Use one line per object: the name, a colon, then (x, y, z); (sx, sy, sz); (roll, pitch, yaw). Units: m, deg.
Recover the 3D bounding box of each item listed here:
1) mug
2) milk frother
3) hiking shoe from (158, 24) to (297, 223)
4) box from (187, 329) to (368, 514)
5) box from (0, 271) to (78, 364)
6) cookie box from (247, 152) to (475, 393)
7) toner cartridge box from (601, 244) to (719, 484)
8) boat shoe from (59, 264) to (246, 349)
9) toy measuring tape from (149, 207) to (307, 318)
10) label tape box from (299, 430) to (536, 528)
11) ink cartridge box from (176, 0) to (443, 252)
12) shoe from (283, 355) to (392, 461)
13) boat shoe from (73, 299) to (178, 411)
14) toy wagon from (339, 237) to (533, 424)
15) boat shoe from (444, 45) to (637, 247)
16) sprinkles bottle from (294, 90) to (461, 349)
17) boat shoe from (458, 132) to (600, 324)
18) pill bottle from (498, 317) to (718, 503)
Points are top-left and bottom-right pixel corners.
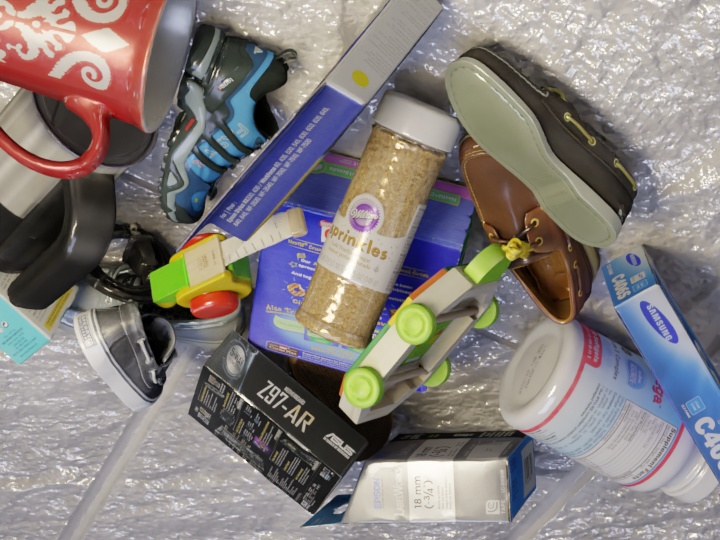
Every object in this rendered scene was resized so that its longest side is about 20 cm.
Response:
mug: (-0.245, -0.180, 1.543); (0.199, 0.178, 0.134); (16, 140, 5)
milk frother: (-0.221, -0.070, 1.710); (0.199, 0.181, 0.188); (-12, 161, -42)
hiking shoe: (-0.113, -0.105, 1.653); (0.086, 0.075, 0.201); (15, 136, -3)
box: (-0.080, 0.145, 1.870); (0.160, 0.044, 0.200); (39, 161, 4)
box: (-0.343, -0.015, 1.754); (0.200, 0.082, 0.049); (44, 123, -16)
cookie box: (0.000, 0.000, 1.744); (0.170, 0.075, 0.201); (15, 140, 2)
toner cartridge box: (0.272, 0.083, 1.696); (0.043, 0.095, 0.200); (-30, 109, 9)
boat shoe: (-0.201, 0.022, 1.832); (0.200, 0.070, 0.072); (9, 153, -2)
toy measuring tape: (-0.099, -0.008, 1.686); (0.199, 0.074, 0.074); (-24, 127, 39)
label tape box: (0.054, 0.193, 1.887); (0.199, 0.144, 0.064); (-3, 95, 14)
ink cartridge box: (-0.036, -0.106, 1.537); (0.047, 0.200, 0.198); (39, 137, -5)
shoe: (-0.023, 0.110, 1.904); (0.070, 0.053, 0.200); (-32, 139, -4)
boat shoe: (-0.191, 0.069, 1.770); (0.067, 0.072, 0.200); (-21, 159, 2)
toy wagon: (0.063, 0.043, 1.641); (0.040, 0.155, 0.200); (44, 109, 15)
boat shoe: (0.144, -0.106, 1.591); (0.201, 0.061, 0.072); (47, 150, -23)
sprinkles bottle: (0.014, -0.040, 1.613); (0.068, 0.068, 0.201); (21, 97, -8)
boat shoe: (0.140, -0.035, 1.668); (0.072, 0.068, 0.200); (-12, 133, 29)
pill bottle: (0.230, 0.128, 1.794); (0.199, 0.109, 0.109); (29, 138, -21)
